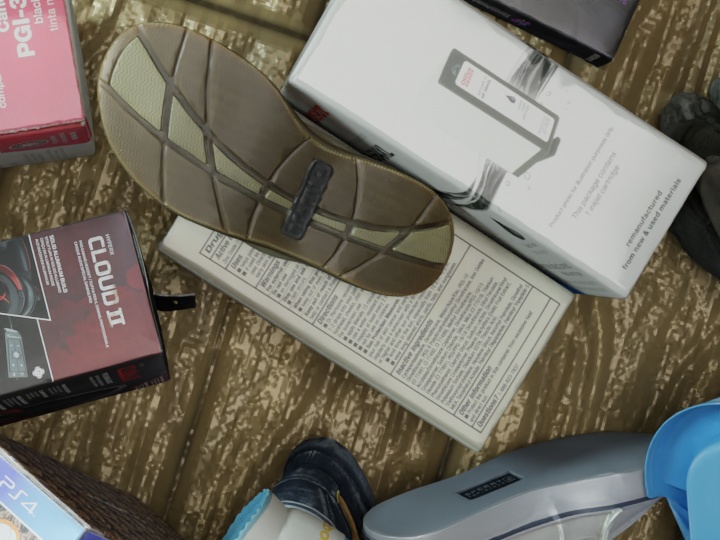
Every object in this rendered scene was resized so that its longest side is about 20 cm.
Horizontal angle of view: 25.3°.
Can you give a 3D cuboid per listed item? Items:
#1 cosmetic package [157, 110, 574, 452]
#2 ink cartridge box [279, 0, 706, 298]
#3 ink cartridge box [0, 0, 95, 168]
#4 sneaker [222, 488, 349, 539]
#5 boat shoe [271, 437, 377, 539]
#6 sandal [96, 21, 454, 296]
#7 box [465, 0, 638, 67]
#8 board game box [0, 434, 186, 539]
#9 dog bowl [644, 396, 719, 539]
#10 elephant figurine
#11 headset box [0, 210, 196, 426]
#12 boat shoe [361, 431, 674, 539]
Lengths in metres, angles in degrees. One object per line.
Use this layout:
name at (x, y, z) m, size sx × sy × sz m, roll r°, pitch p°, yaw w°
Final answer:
cosmetic package at (0.000, 0.000, 0.862) m, size 0.200 × 0.087 × 0.104 m, roll 34°, pitch 87°, yaw -8°
ink cartridge box at (0.059, -0.073, 0.841) m, size 0.200 × 0.146 × 0.084 m, roll 32°, pitch 88°, yaw -6°
ink cartridge box at (-0.238, -0.089, 0.799) m, size 0.199 × 0.147 × 0.083 m, roll -9°, pitch 90°, yaw -8°
sneaker at (-0.065, 0.209, 0.766) m, size 0.081 × 0.077 × 0.200 m, roll 30°, pitch 96°, yaw -4°
boat shoe at (-0.015, 0.193, 0.873) m, size 0.071 × 0.091 × 0.201 m, roll 2°, pitch 118°, yaw 17°
sandal at (-0.044, -0.049, 0.789) m, size 0.200 × 0.054 × 0.080 m, roll 29°, pitch 91°, yaw -22°
box at (0.116, -0.235, 0.903) m, size 0.143 × 0.036 × 0.201 m, roll 24°, pitch 88°, yaw -7°
board game box at (-0.179, 0.200, 0.791) m, size 0.097 × 0.159 × 0.200 m, roll 33°, pitch 84°, yaw 32°
dog bowl at (0.216, 0.153, 0.854) m, size 0.050 × 0.111 × 0.201 m, roll -30°, pitch 118°, yaw -46°
elephant figurine at (0.229, -0.051, 0.836) m, size 0.155 × 0.200 × 0.142 m, roll 29°, pitch 86°, yaw -7°
headset box at (-0.181, 0.035, 0.803) m, size 0.199 × 0.149 × 0.075 m, roll -15°, pitch 83°, yaw -8°
boat shoe at (0.096, 0.151, 0.873) m, size 0.201 × 0.075 × 0.086 m, roll -15°, pitch 108°, yaw -30°
